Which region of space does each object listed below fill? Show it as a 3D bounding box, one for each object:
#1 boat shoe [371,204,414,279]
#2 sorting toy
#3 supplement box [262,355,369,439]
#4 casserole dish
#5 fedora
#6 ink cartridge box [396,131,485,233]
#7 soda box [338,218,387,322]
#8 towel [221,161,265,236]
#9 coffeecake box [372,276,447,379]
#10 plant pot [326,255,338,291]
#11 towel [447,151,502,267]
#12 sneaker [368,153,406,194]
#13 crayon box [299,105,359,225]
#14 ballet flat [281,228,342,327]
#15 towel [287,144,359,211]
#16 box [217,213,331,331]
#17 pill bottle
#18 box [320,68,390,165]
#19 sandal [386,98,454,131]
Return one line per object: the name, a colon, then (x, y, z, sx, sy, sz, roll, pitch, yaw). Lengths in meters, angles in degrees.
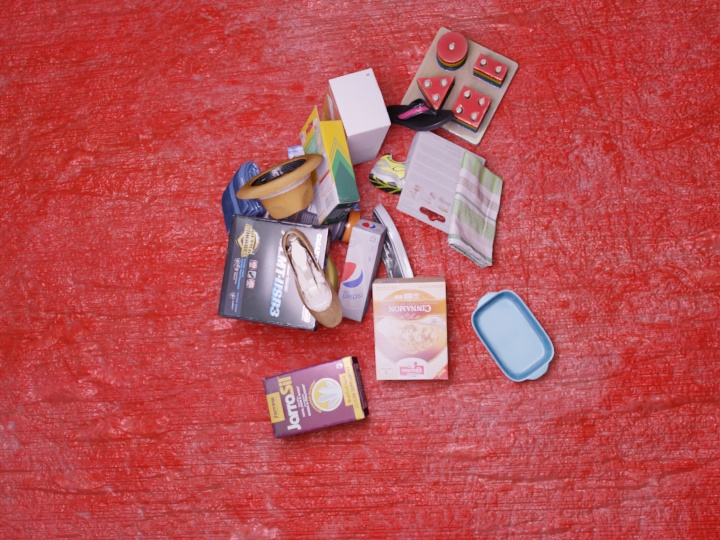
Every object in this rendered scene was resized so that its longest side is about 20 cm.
boat shoe: (0.059, -0.040, 1.551, 0.070, 0.072, 0.203, -22, 84, 0)
sorting toy: (0.215, -0.411, 1.573, 0.196, 0.070, 0.203, 28, 88, 9)
supplement box: (-0.092, 0.265, 1.522, 0.196, 0.103, 0.134, -15, 83, 6)
casserole dish: (0.319, 0.137, 1.517, 0.120, 0.039, 0.202, -35, 80, 3)
fedora: (-0.143, -0.155, 1.385, 0.197, 0.201, 0.083, -23, 109, 4)
ink cartridge box: (0.164, -0.179, 1.516, 0.160, 0.057, 0.203, 23, 72, -11)
soda box: (0.000, 0.000, 1.516, 0.062, 0.068, 0.204, 17, 114, 9)
towel: (-0.254, -0.151, 1.541, 0.048, 0.200, 0.114, -12, 82, -26)
coffeecake box: (0.105, 0.120, 1.505, 0.150, 0.073, 0.205, -2, 99, 7)
plant pot: (-0.156, 0.018, 1.514, 0.196, 0.189, 0.206, -1, 85, 7)
towel: (0.243, -0.125, 1.491, 0.030, 0.148, 0.204, -2, 69, 41)
sneaker: (0.119, -0.193, 1.561, 0.197, 0.075, 0.078, 24, 77, 3)
crayon box: (-0.064, -0.209, 1.438, 0.051, 0.126, 0.204, -9, 78, -23)
ballet flat: (-0.094, 0.012, 1.329, 0.067, 0.072, 0.203, -23, 83, 0)
towel: (-0.084, -0.192, 1.610, 0.142, 0.024, 0.205, -10, 83, 5)
box: (-0.166, 0.004, 1.398, 0.194, 0.050, 0.205, 8, 86, 9)
pill bottle: (-0.102, -0.119, 1.527, 0.196, 0.106, 0.108, 17, 86, -15)
box: (-0.015, -0.314, 1.517, 0.096, 0.200, 0.127, -17, 81, -11)
sandal: (0.111, -0.339, 1.538, 0.198, 0.046, 0.075, 18, 49, 41)
